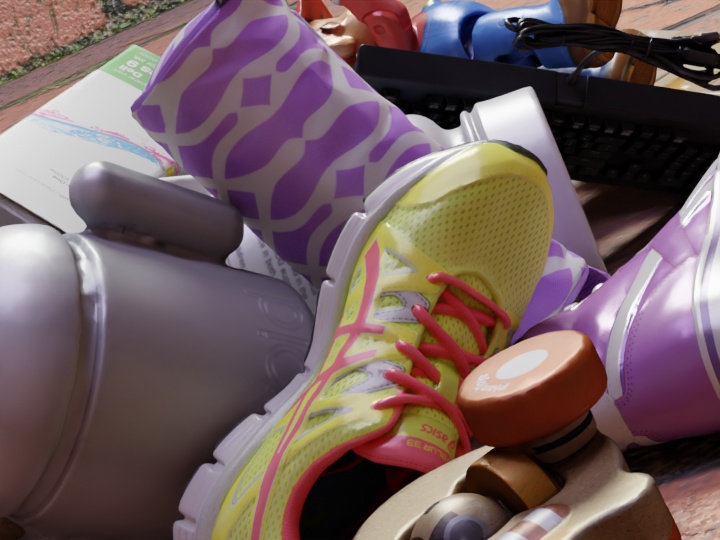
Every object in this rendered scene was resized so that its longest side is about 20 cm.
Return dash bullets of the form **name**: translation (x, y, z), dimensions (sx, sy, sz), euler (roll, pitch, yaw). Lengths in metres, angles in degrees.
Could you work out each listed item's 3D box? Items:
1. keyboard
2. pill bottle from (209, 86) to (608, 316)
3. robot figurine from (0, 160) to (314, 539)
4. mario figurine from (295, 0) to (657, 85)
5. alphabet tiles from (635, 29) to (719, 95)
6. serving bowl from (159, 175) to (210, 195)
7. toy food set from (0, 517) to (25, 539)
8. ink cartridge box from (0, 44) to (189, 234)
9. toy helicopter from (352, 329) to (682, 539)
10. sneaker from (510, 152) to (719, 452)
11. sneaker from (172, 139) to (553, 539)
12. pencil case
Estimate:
- **keyboard**: translation (0.091, -0.074, 1.140), dimensions (0.200, 0.021, 0.127), euler (6, -31, -15)
- **pill bottle**: translation (0.000, 0.000, 1.104), dimensions (0.200, 0.114, 0.113), euler (-22, 13, 5)
- **robot figurine**: translation (-0.093, 0.046, 0.971), dimensions (0.200, 0.170, 0.113), euler (12, -8, -28)
- **mario figurine**: translation (0.039, -0.117, 1.217), dimensions (0.200, 0.124, 0.106), euler (-2, 19, 27)
- **alphabet tiles**: translation (0.177, -0.093, 1.273), dimensions (0.200, 0.008, 0.167), euler (4, 25, 38)
- **serving bowl**: translation (-0.016, -0.022, 1.272), dimensions (0.200, 0.066, 0.200), euler (-4, 3, 0)
- **toy food set**: translation (-0.179, 0.046, 1.052), dimensions (0.200, 0.198, 0.049), euler (-103, 33, -45)
- **ink cartridge box**: translation (-0.157, -0.016, 1.373), dimensions (0.200, 0.087, 0.146), euler (-48, -16, -56)
- **toy helicopter**: translation (0.031, 0.100, 0.739), dimensions (0.132, 0.079, 0.200), euler (-24, 16, 4)
- **sneaker**: translation (0.114, 0.008, 0.965), dimensions (0.114, 0.073, 0.200), euler (-22, 13, 26)
- **sneaker**: translation (0.018, 0.046, 0.904), dimensions (0.200, 0.078, 0.090), euler (-59, 29, -3)
- **pencil case**: translation (0.000, -0.033, 1.007), dimensions (0.086, 0.200, 0.084), euler (-49, 4, -40)
